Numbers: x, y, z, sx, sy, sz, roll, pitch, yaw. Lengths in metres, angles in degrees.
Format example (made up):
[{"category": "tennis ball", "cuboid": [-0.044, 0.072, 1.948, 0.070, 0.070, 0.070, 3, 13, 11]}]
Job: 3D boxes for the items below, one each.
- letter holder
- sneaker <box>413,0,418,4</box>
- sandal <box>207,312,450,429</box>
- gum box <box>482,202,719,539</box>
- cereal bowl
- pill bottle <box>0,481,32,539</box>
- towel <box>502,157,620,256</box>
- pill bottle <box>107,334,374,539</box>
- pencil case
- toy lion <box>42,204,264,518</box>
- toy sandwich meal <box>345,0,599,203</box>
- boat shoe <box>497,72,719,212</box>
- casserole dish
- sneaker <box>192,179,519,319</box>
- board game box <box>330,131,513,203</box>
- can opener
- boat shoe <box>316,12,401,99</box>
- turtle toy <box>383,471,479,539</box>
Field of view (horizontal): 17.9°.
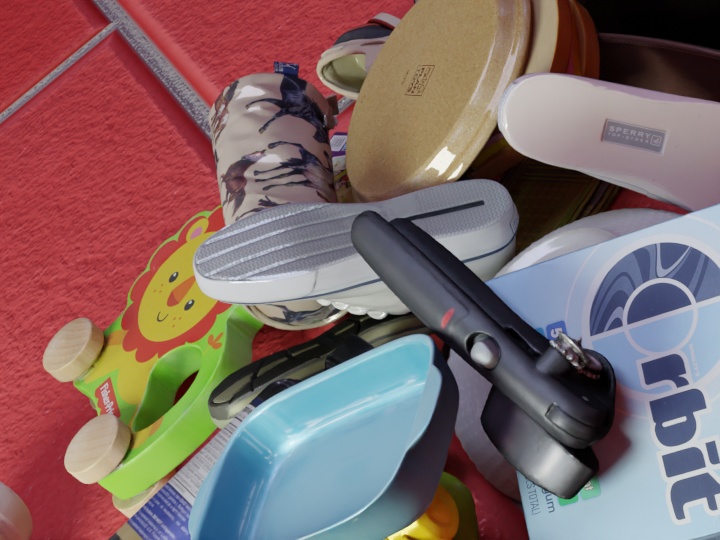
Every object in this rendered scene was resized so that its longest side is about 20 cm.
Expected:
[{"category": "letter holder", "cuboid": [0.203, -0.167, 1.451, 0.101, 0.142, 0.200, -50, 34, -18]}, {"category": "sneaker", "cuboid": [0.081, -0.212, 1.680, 0.074, 0.079, 0.200, -47, 19, -5]}, {"category": "sandal", "cuboid": [0.003, 0.062, 1.443, 0.201, 0.057, 0.080, -23, 10, -3]}, {"category": "gum box", "cuboid": [0.173, 0.060, 1.202, 0.200, 0.045, 0.170, -18, 70, 24]}, {"category": "cereal bowl", "cuboid": [0.132, 0.036, 1.327, 0.200, 0.083, 0.200, -26, 33, 19]}, {"category": "pill bottle", "cuboid": [-0.289, 0.229, 1.478, 0.116, 0.116, 0.200, -15, 39, 33]}, {"category": "towel", "cuboid": [0.087, -0.045, 1.530, 0.200, 0.023, 0.144, 4, 52, 49]}, {"category": "pill bottle", "cuboid": [-0.046, 0.136, 1.352, 0.200, 0.112, 0.112, -44, 32, -9]}, {"category": "pencil case", "cuboid": [-0.048, -0.048, 1.515, 0.089, 0.078, 0.200, -15, 46, 4]}, {"category": "toy lion", "cuboid": [-0.122, 0.047, 1.564, 0.192, 0.069, 0.200, -41, 32, 11]}, {"category": "toy sandwich meal", "cuboid": [0.069, -0.111, 1.474, 0.205, 0.070, 0.205, -43, 32, 36]}, {"category": "boat shoe", "cuboid": [0.176, -0.072, 1.355, 0.069, 0.200, 0.072, -95, 15, -79]}, {"category": "casserole dish", "cuboid": [-0.016, 0.107, 1.223, 0.200, 0.039, 0.121, -27, 34, 43]}, {"category": "sneaker", "cuboid": [0.000, 0.000, 1.398, 0.200, 0.071, 0.073, -8, 42, 3]}, {"category": "board game box", "cuboid": [0.011, -0.042, 1.556, 0.120, 0.032, 0.200, -50, 27, -20]}, {"category": "can opener", "cuboid": [0.061, 0.032, 1.210, 0.079, 0.063, 0.200, -50, 60, 11]}, {"category": "boat shoe", "cuboid": [0.031, -0.144, 1.660, 0.063, 0.071, 0.200, -30, 23, -15]}, {"category": "turtle toy", "cuboid": [0.015, 0.182, 1.236, 0.146, 0.101, 0.200, -32, 31, 35]}]
